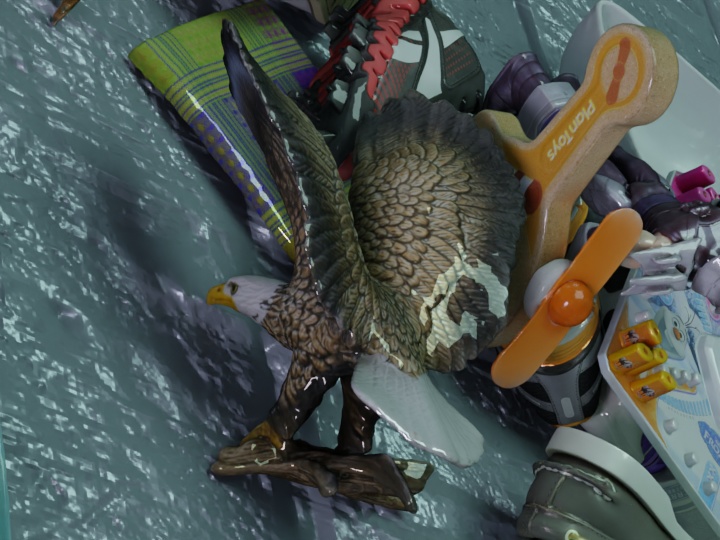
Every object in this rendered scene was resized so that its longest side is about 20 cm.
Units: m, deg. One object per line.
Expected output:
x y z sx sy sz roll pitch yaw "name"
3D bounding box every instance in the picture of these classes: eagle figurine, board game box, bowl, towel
-0.007 -0.001 0.841 0.150 0.201 0.152 12 -6 3 "eagle figurine"
0.218 0.065 1.082 0.200 0.026 0.200 53 36 -17 "board game box"
0.210 -0.067 1.307 0.200 0.075 0.200 32 34 -31 "bowl"
-0.026 -0.049 0.996 0.200 0.023 0.144 53 29 2 "towel"

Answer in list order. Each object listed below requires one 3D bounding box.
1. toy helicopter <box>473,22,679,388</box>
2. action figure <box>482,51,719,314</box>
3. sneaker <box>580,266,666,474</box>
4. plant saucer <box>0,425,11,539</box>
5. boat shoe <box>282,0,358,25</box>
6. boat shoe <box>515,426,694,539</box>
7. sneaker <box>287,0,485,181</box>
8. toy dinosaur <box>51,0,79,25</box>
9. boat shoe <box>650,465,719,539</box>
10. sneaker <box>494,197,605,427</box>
0.090 -0.034 0.918 0.079 0.200 0.133 5 49 -33 "toy helicopter"
0.147 -0.035 1.011 0.130 0.070 0.200 -1 38 -38 "action figure"
0.156 0.042 1.129 0.084 0.080 0.200 57 29 -30 "sneaker"
-0.155 0.039 0.610 0.200 0.036 0.201 169 -90 -90 "plant saucer"
-0.039 -0.186 1.072 0.068 0.075 0.200 28 7 13 "boat shoe"
0.145 0.159 0.971 0.202 0.072 0.060 47 67 -34 "boat shoe"
0.020 -0.092 1.013 0.098 0.071 0.201 43 28 -11 "sneaker"
-0.156 -0.184 0.918 0.106 0.060 0.200 45 29 -10 "toy dinosaur"
0.226 0.111 1.141 0.069 0.072 0.200 65 24 -8 "boat shoe"
0.098 0.010 1.070 0.200 0.078 0.077 -86 162 -57 "sneaker"
